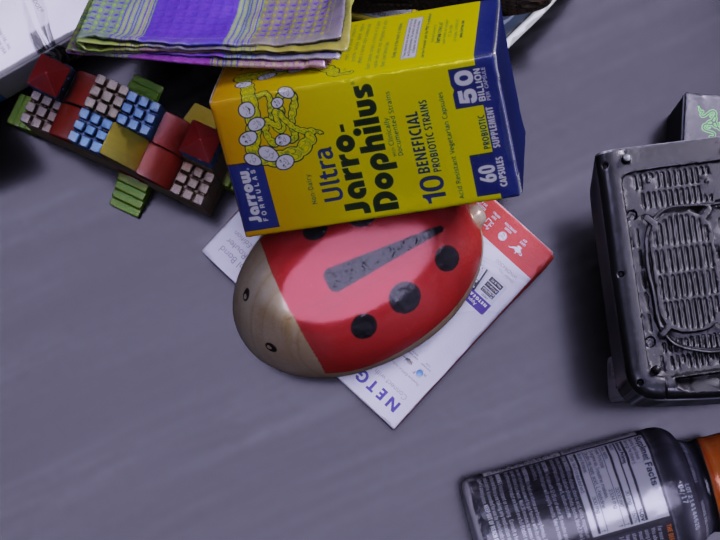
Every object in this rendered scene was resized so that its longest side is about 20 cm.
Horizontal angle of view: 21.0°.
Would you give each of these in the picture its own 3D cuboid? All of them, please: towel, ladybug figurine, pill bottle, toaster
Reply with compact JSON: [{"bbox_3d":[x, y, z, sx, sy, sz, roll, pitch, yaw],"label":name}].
[{"bbox_3d":[-0.096,-0.194,1.369,0.200,0.023,0.144,4,44,10],"label":"towel"},{"bbox_3d":[0.000,0.000,1.405,0.200,0.072,0.136,-30,85,-2],"label":"ladybug figurine"},{"bbox_3d":[0.182,0.178,1.420,0.200,0.106,0.106,-15,85,-1],"label":"pill bottle"},{"bbox_3d":[0.259,0.007,1.332,0.181,0.119,0.200,-8,81,1],"label":"toaster"}]

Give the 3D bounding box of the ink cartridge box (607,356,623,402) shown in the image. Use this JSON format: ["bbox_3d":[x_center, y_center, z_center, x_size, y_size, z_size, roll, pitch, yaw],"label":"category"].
[{"bbox_3d":[0.286,0.074,1.431,0.200,0.099,0.039,-1,83,0],"label":"ink cartridge box"}]

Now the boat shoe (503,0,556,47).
[{"bbox_3d":[0.104,-0.204,1.475,0.062,0.075,0.200,40,96,-7],"label":"boat shoe"}]

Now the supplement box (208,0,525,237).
[{"bbox_3d":[0.009,-0.107,1.363,0.200,0.110,0.109,-9,117,11],"label":"supplement box"}]

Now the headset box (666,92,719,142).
[{"bbox_3d":[0.315,-0.036,1.444,0.200,0.093,0.174,5,84,2],"label":"headset box"}]

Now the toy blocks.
[{"bbox_3d":[-0.174,-0.102,1.435,0.200,0.137,0.100,25,86,3],"label":"toy blocks"}]

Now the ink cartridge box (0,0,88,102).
[{"bbox_3d":[-0.260,-0.224,1.473,0.200,0.084,0.146,-29,85,-3],"label":"ink cartridge box"}]

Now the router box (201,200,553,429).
[{"bbox_3d":[0.013,-0.011,1.467,0.200,0.049,0.180,42,87,4],"label":"router box"}]

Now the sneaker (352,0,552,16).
[{"bbox_3d":[0.049,-0.230,1.420,0.200,0.070,0.076,5,85,27],"label":"sneaker"}]

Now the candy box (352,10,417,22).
[{"bbox_3d":[-0.044,-0.254,1.502,0.200,0.026,0.102,15,88,2],"label":"candy box"}]
